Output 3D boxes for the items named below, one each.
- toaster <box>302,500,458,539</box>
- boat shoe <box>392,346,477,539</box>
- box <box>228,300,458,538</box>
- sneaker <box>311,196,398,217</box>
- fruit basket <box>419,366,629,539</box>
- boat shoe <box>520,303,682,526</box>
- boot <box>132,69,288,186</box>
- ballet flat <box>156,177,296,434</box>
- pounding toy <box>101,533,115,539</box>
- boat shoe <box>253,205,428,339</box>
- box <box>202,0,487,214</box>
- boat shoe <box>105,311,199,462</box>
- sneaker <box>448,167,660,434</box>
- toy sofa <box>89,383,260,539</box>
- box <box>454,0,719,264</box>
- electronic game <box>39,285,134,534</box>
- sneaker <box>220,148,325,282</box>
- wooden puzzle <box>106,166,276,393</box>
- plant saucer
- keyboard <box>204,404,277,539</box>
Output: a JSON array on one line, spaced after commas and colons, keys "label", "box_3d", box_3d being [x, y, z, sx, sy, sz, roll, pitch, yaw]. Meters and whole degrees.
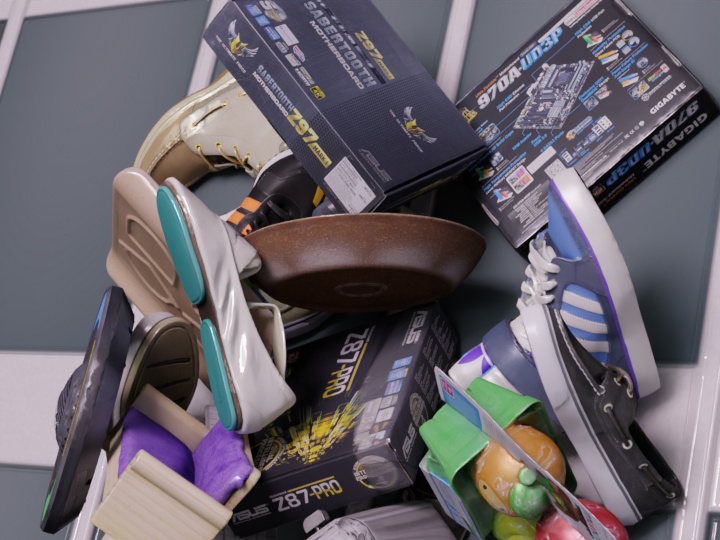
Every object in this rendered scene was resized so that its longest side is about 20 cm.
[{"label": "toaster", "box_3d": [0.024, 0.263, 1.242, 0.114, 0.129, 0.200, -39, 65, 26]}, {"label": "boat shoe", "box_3d": [0.064, 0.150, 1.341, 0.067, 0.057, 0.200, 20, 79, 38]}, {"label": "box", "box_3d": [-0.016, 0.115, 1.356, 0.161, 0.049, 0.200, -18, 25, 25]}, {"label": "sneaker", "box_3d": [-0.002, -0.091, 1.426, 0.074, 0.081, 0.200, -23, 17, 25]}, {"label": "fruit basket", "box_3d": [0.128, 0.176, 1.207, 0.094, 0.185, 0.200, -35, 50, -7]}, {"label": "boat shoe", "box_3d": [0.171, 0.097, 1.222, 0.057, 0.200, 0.069, -24, 30, 9]}, {"label": "boot", "box_3d": [-0.108, -0.102, 1.571, 0.200, 0.072, 0.155, -39, 54, 7]}, {"label": "ballet flat", "box_3d": [-0.098, 0.022, 1.290, 0.069, 0.069, 0.200, -18, 87, 25]}, {"label": "pounding toy", "box_3d": [-0.159, 0.270, 1.362, 0.142, 0.184, 0.200, 27, 83, 26]}, {"label": "boat shoe", "box_3d": [-0.031, -0.006, 1.477, 0.200, 0.062, 0.072, -30, 54, 17]}, {"label": "box", "box_3d": [-0.010, -0.142, 1.367, 0.200, 0.158, 0.051, 53, 127, 8]}, {"label": "boat shoe", "box_3d": [-0.188, 0.114, 1.457, 0.068, 0.075, 0.200, 41, 130, 38]}, {"label": "sneaker", "box_3d": [0.128, 0.036, 1.264, 0.146, 0.200, 0.081, -21, 27, 3]}, {"label": "toy sofa", "box_3d": [-0.139, 0.143, 1.285, 0.098, 0.083, 0.200, -53, 11, 5]}, {"label": "box", "box_3d": [0.171, -0.123, 1.415, 0.200, 0.046, 0.159, -42, 52, 9]}, {"label": "electronic game", "box_3d": [-0.218, 0.109, 1.349, 0.200, 0.042, 0.200, -165, 90, -80]}, {"label": "sneaker", "box_3d": [-0.090, -0.026, 1.489, 0.200, 0.070, 0.090, -36, 26, 34]}, {"label": "wooden puzzle", "box_3d": [-0.134, 0.014, 1.417, 0.046, 0.200, 0.185, -39, 81, -23]}, {"label": "plant saucer", "box_3d": [0.000, 0.000, 1.347, 0.200, 0.200, 0.037, -10, 74, 29]}, {"label": "keyboard", "box_3d": [-0.098, 0.169, 1.390, 0.200, 0.056, 0.011, -101, 31, -61]}]
